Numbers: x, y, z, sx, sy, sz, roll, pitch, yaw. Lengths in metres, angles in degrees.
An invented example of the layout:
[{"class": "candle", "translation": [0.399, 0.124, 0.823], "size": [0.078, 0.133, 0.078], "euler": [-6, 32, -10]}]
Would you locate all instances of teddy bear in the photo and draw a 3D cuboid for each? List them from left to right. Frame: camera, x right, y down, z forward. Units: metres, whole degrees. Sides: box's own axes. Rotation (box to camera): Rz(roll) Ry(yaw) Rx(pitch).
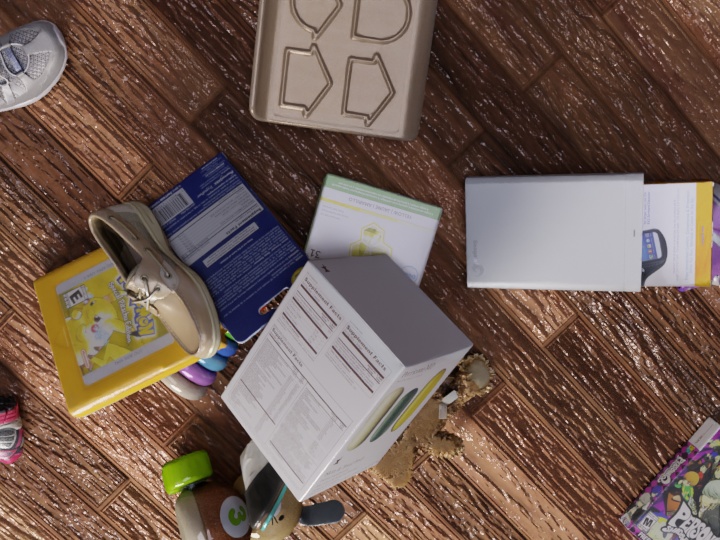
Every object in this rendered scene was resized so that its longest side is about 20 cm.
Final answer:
[{"class": "teddy bear", "translation": [0.076, 0.167, 0.924], "size": [0.144, 0.067, 0.202], "euler": [24, 93, -16]}]

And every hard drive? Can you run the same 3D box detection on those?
[{"class": "hard drive", "translation": [0.222, -0.044, 0.866], "size": [0.197, 0.026, 0.134], "euler": [1, 102, 18]}]

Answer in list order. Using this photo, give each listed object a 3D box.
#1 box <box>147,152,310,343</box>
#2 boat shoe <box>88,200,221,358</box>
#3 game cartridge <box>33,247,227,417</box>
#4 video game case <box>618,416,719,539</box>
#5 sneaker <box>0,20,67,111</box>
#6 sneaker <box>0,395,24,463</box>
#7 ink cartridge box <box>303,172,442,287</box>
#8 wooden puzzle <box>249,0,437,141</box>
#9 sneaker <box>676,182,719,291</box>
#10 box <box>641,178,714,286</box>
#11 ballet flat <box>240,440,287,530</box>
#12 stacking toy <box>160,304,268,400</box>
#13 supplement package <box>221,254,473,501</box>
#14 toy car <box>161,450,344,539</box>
[{"class": "box", "translation": [-0.143, -0.024, 0.830], "size": [0.121, 0.032, 0.200], "euler": [-37, 71, -10]}, {"class": "boat shoe", "translation": [-0.220, 0.013, 0.790], "size": [0.072, 0.065, 0.201], "euler": [-45, 73, 37]}, {"class": "game cartridge", "translation": [-0.263, 0.045, 0.854], "size": [0.198, 0.032, 0.178], "euler": [-27, 70, 3]}, {"class": "video game case", "translation": [0.472, 0.322, 0.976], "size": [0.199, 0.036, 0.182], "euler": [39, 96, -9]}, {"class": "sneaker", "translation": [-0.412, -0.205, 0.815], "size": [0.199, 0.082, 0.075], "euler": [-31, 101, 4]}, {"class": "sneaker", "translation": [-0.509, 0.210, 0.894], "size": [0.197, 0.081, 0.076], "euler": [-8, 103, -1]}, {"class": "ink cartridge box", "translation": [0.000, 0.000, 0.891], "size": [0.144, 0.048, 0.203], "euler": [16, 98, -6]}, {"class": "wooden puzzle", "translation": [-0.019, -0.252, 0.843], "size": [0.197, 0.046, 0.188], "euler": [6, 101, -8]}, {"class": "sneaker", "translation": [0.447, 0.005, 0.901], "size": [0.114, 0.073, 0.201], "euler": [-43, 90, 11]}, {"class": "box", "translation": [0.304, -0.043, 0.874], "size": [0.197, 0.041, 0.121], "euler": [1, 102, 20]}, {"class": "ballet flat", "translation": [-0.098, 0.215, 0.860], "size": [0.068, 0.200, 0.068], "euler": [33, 117, 3]}, {"class": "stacking toy", "translation": [-0.156, 0.055, 0.880], "size": [0.085, 0.085, 0.200], "euler": [43, 93, -9]}, {"class": "supplement package", "translation": [-0.016, 0.109, 0.806], "size": [0.151, 0.151, 0.201], "euler": [46, 117, 23]}, {"class": "toy car", "translation": [-0.121, 0.285, 0.899], "size": [0.198, 0.158, 0.166], "euler": [-16, 76, -20]}]
